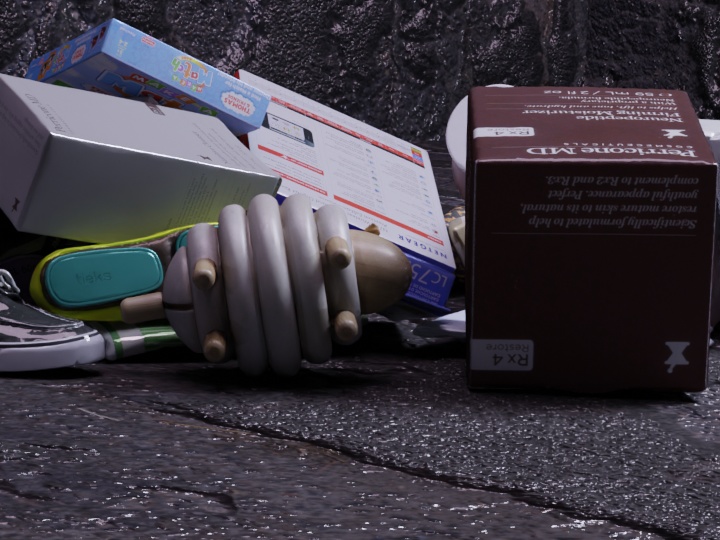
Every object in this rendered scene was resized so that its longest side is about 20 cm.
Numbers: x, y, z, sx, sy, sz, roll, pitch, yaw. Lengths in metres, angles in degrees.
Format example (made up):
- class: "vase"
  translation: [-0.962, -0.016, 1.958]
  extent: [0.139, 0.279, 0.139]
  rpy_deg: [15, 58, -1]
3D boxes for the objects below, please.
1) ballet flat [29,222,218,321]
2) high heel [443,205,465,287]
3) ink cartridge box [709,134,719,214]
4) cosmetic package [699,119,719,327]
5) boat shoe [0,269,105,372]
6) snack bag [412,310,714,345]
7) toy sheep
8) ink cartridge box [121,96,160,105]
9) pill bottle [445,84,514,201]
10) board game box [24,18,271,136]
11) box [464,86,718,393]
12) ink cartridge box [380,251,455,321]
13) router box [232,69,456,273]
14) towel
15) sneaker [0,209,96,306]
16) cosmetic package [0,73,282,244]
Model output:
- class: "ballet flat"
  translation: [-0.139, 0.006, 1.592]
  extent: [0.199, 0.067, 0.067]
  rpy_deg: [-5, -15, -19]
- class: "high heel"
  translation: [0.058, -0.027, 2.049]
  extent: [0.142, 0.072, 0.200]
  rpy_deg: [12, -7, 21]
- class: "ink cartridge box"
  translation: [0.331, -0.029, 1.810]
  extent: [0.045, 0.177, 0.200]
  rpy_deg: [-9, 3, 18]
- class: "cosmetic package"
  translation: [0.232, -0.045, 1.892]
  extent: [0.166, 0.168, 0.200]
  rpy_deg: [3, 8, 17]
- class: "boat shoe"
  translation: [-0.268, 0.028, 1.527]
  extent: [0.199, 0.068, 0.074]
  rpy_deg: [6, 8, 24]
- class: "snack bag"
  translation: [0.155, 0.050, 1.694]
  extent: [0.199, 0.021, 0.189]
  rpy_deg: [5, 7, 19]
- class: "toy sheep"
  translation: [-0.064, 0.011, 1.510]
  extent: [0.199, 0.138, 0.138]
  rpy_deg: [-4, 7, -2]
- class: "ink cartridge box"
  translation: [-0.247, -0.066, 1.888]
  extent: [0.200, 0.148, 0.086]
  rpy_deg: [5, -30, 45]
- class: "pill bottle"
  translation: [0.152, -0.091, 2.070]
  extent: [0.119, 0.120, 0.200]
  rpy_deg: [5, -19, 23]
- class: "board game box"
  translation: [-0.185, -0.150, 1.888]
  extent: [0.151, 0.037, 0.200]
  rpy_deg: [25, -17, -23]
- class: "box"
  translation: [0.156, -0.026, 1.562]
  extent: [0.165, 0.165, 0.200]
  rpy_deg: [1, 18, 1]
- class: "ink cartridge box"
  translation: [0.000, 0.000, 1.707]
  extent: [0.119, 0.042, 0.200]
  rpy_deg: [22, -4, -9]
- class: "router box"
  translation: [-0.025, -0.072, 1.917]
  extent: [0.200, 0.049, 0.180]
  rpy_deg: [23, 31, -22]
- class: "towel"
  translation: [-0.116, 0.032, 1.650]
  extent: [0.199, 0.023, 0.152]
  rpy_deg: [-5, 13, -24]
- class: "sneaker"
  translation: [-0.227, -0.036, 1.666]
  extent: [0.076, 0.088, 0.200]
  rpy_deg: [-13, 25, 30]
- class: "cosmetic package"
  translation: [-0.175, -0.072, 1.624]
  extent: [0.200, 0.081, 0.113]
  rpy_deg: [10, 22, -40]
